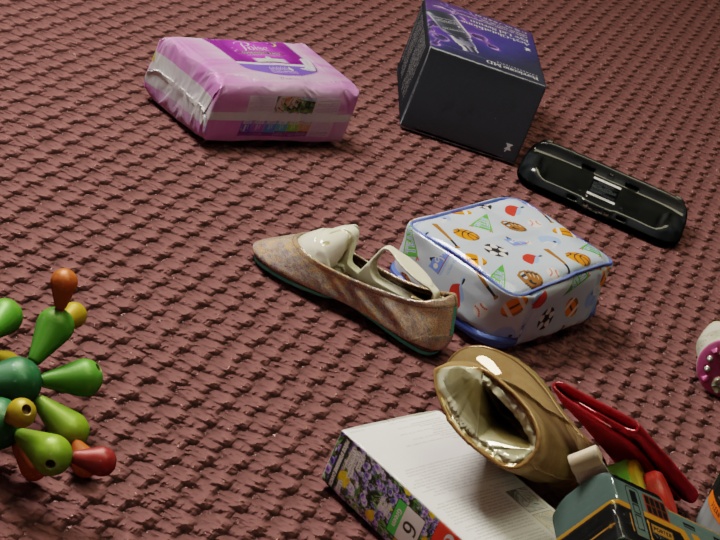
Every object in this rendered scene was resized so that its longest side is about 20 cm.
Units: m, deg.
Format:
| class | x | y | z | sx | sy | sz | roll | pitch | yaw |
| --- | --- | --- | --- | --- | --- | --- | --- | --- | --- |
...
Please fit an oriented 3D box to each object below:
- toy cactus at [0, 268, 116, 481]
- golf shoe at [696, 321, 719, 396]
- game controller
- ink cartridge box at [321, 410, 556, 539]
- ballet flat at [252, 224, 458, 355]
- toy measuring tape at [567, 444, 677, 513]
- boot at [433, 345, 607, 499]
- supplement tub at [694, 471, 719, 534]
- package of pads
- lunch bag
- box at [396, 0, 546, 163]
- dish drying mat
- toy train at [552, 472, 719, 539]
| class | x | y | z | sx | sy | sz | roll | pitch | yaw |
| --- | --- | --- | --- | --- | --- | --- | --- | --- | --- |
| toy cactus | -0.249 | 0.072 | 1.122 | 0.164 | 0.103 | 0.200 | -3 | 41 | -23 |
| golf shoe | 0.412 | 0.095 | 1.599 | 0.199 | 0.076 | 0.092 | 20 | 21 | -5 |
| game controller | 0.276 | -0.088 | 1.913 | 0.199 | 0.042 | 0.104 | 24 | 39 | 7 |
| ink cartridge box | 0.078 | 0.180 | 1.190 | 0.109 | 0.051 | 0.200 | -6 | 37 | -46 |
| ballet flat | 0.000 | 0.000 | 1.472 | 0.199 | 0.067 | 0.068 | 27 | 25 | 13 |
| toy measuring tape | 0.182 | 0.155 | 1.211 | 0.074 | 0.074 | 0.200 | 44 | -6 | 40 |
| boot | 0.100 | 0.097 | 1.254 | 0.175 | 0.066 | 0.200 | 38 | 3 | 28 |
| supplement tub | 0.342 | 0.152 | 1.273 | 0.122 | 0.201 | 0.123 | 17 | 24 | -8 |
| package of pads | -0.113 | -0.188 | 1.755 | 0.199 | 0.076 | 0.120 | -5 | 36 | -43 |
| lunch bag | 0.132 | -0.004 | 1.579 | 0.160 | 0.076 | 0.200 | 34 | 28 | 30 |
| box | 0.128 | -0.227 | 1.988 | 0.147 | 0.105 | 0.200 | 17 | 25 | -9 |
| dish drying mat | 0.204 | 0.136 | 1.286 | 0.077 | 0.018 | 0.200 | 29 | -8 | 31 |
| toy train | 0.213 | 0.213 | 1.132 | 0.200 | 0.085 | 0.114 | 26 | 38 | -31 |
